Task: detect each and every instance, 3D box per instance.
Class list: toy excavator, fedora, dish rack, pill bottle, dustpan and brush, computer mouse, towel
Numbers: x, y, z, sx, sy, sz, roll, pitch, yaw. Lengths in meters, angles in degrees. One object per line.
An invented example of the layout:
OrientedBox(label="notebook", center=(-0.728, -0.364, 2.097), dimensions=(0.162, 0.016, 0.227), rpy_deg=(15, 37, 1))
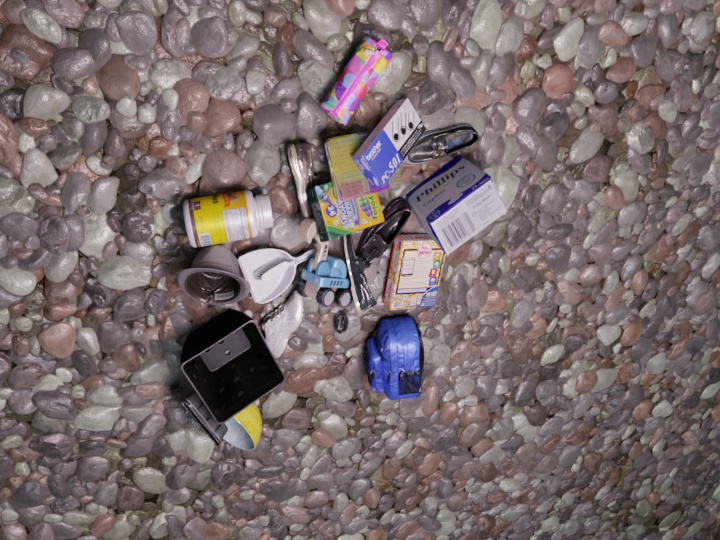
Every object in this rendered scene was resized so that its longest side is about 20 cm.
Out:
OrientedBox(label="toy excavator", center=(-0.095, -0.021, 1.448), dimensions=(0.192, 0.098, 0.206), rpy_deg=(6, 100, -51))
OrientedBox(label="fedora", center=(-0.344, 0.004, 1.379), dimensions=(0.171, 0.093, 0.201), rpy_deg=(7, 151, -11))
OrientedBox(label="dish rack", center=(-0.433, 0.371, 1.504), dimensions=(0.055, 0.197, 0.156), rpy_deg=(-45, 113, -35))
OrientedBox(label="pill bottle", center=(-0.305, -0.124, 1.347), dimensions=(0.194, 0.110, 0.112), rpy_deg=(-11, 118, -12))
OrientedBox(label="dustpan and brush", center=(-0.193, -0.013, 1.460), dimensions=(0.197, 0.057, 0.143), rpy_deg=(-31, 120, -23))
OrientedBox(label="computer mouse", center=(-0.033, 0.084, 1.580), dimensions=(0.057, 0.034, 0.204), rpy_deg=(2, 120, -36))
OrientedBox(label="towel", center=(0.008, -0.252, 1.367), dimensions=(0.196, 0.023, 0.148), rpy_deg=(-19, 98, -32))

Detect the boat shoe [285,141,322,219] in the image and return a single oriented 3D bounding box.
OrientedBox(label="boat shoe", center=(-0.124, -0.208, 1.382), dimensions=(0.071, 0.075, 0.205), rpy_deg=(-16, 120, -8))

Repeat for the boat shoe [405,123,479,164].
OrientedBox(label="boat shoe", center=(0.201, -0.314, 1.439), dimensions=(0.195, 0.057, 0.070), rpy_deg=(-21, 120, -6))

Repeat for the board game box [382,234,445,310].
OrientedBox(label="board game box", center=(0.150, 0.004, 1.571), dimensions=(0.147, 0.046, 0.205), rpy_deg=(-2, 116, -26))

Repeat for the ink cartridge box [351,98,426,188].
OrientedBox(label="ink cartridge box", center=(0.070, -0.299, 1.362), dimensions=(0.094, 0.044, 0.202), rpy_deg=(49, 66, -30))

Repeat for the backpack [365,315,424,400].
OrientedBox(label="backpack", center=(0.097, 0.237, 1.614), dimensions=(0.163, 0.163, 0.205), rpy_deg=(-4, 117, -11))

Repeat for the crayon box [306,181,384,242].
OrientedBox(label="crayon box", center=(-0.022, -0.159, 1.386), dimensions=(0.197, 0.051, 0.129), rpy_deg=(-22, 99, -32))

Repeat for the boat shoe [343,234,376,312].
OrientedBox(label="boat shoe", center=(0.000, 0.000, 1.485), dimensions=(0.064, 0.075, 0.205), rpy_deg=(-12, 83, 2))

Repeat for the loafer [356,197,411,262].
OrientedBox(label="loafer", center=(0.061, -0.096, 1.498), dimensions=(0.071, 0.063, 0.202), rpy_deg=(30, 103, -28))

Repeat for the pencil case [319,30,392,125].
OrientedBox(label="pencil case", center=(-0.010, -0.430, 1.305), dimensions=(0.087, 0.089, 0.202), rpy_deg=(29, 105, -26))

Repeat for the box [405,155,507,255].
OrientedBox(label="box", center=(0.231, -0.166, 1.436), dimensions=(0.182, 0.201, 0.106), rpy_deg=(-35, 119, 3))

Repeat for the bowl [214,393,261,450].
OrientedBox(label="bowl", center=(-0.335, 0.378, 1.568), dimensions=(0.108, 0.196, 0.203), rpy_deg=(-52, 128, -36))

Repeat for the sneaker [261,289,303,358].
OrientedBox(label="sneaker", center=(-0.210, 0.137, 1.525), dimensions=(0.085, 0.075, 0.203), rpy_deg=(24, 106, -20))

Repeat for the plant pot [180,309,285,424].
OrientedBox(label="plant pot", center=(-0.333, 0.217, 1.452), dimensions=(0.197, 0.177, 0.203), rpy_deg=(-32, 120, -14))
